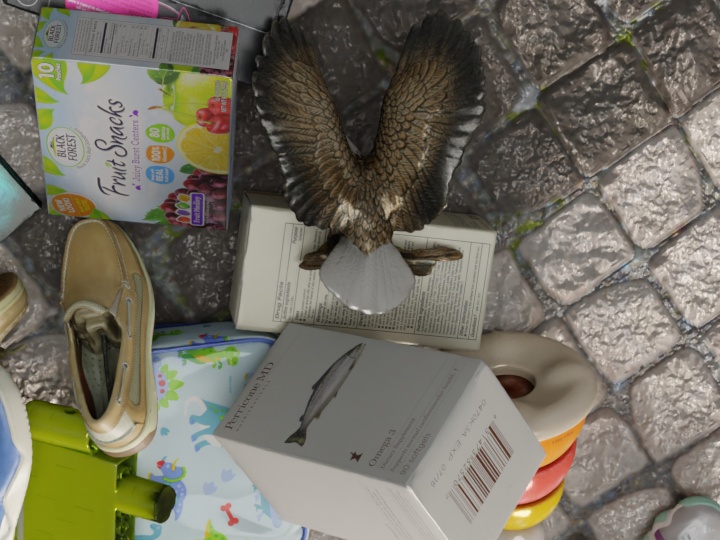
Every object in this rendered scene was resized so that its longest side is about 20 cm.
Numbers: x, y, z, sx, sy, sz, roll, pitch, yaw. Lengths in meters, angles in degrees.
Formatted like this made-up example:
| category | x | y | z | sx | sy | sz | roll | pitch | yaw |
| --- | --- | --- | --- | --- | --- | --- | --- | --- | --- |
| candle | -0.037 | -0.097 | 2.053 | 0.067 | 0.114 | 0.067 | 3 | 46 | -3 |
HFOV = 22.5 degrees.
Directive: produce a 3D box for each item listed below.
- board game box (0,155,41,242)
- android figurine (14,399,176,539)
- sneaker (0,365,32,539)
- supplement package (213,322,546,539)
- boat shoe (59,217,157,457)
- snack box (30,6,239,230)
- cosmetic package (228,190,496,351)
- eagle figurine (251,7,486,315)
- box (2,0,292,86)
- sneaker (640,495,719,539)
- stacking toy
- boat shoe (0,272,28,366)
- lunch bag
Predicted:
| category | x | y | z | sx | sy | sz | roll | pitch | yaw |
| --- | --- | --- | --- | --- | --- | --- | --- | --- | --- |
| board game box | -0.367 | -0.037 | 1.404 | 0.200 | 0.028 | 0.135 | -40 | 107 | 2 |
| android figurine | -0.239 | 0.188 | 1.426 | 0.200 | 0.041 | 0.183 | 14 | 111 | 22 |
| sneaker | -0.317 | 0.167 | 1.364 | 0.111 | 0.077 | 0.200 | -11 | 125 | -40 |
| supplement package | 0.013 | 0.129 | 1.350 | 0.117 | 0.200 | 0.117 | -57 | 132 | -25 |
| boat shoe | -0.195 | 0.037 | 1.370 | 0.072 | 0.200 | 0.076 | -22 | 150 | 8 |
| snack box | -0.164 | -0.107 | 1.334 | 0.142 | 0.200 | 0.053 | 6 | 58 | -1 |
| cosmetic package | 0.000 | 0.000 | 1.447 | 0.199 | 0.071 | 0.106 | 7 | 101 | -11 |
| eagle figurine | 0.001 | -0.081 | 1.333 | 0.152 | 0.151 | 0.200 | -34 | 139 | -43 |
| box | -0.152 | -0.232 | 1.347 | 0.200 | 0.115 | 0.132 | 17 | 99 | -14 |
| sneaker | 0.267 | 0.298 | 1.524 | 0.078 | 0.140 | 0.200 | 22 | 99 | -13 |
| stacking toy | 0.121 | 0.164 | 1.493 | 0.146 | 0.146 | 0.200 | -8 | 121 | -7 |
| boat shoe | -0.324 | 0.083 | 1.422 | 0.200 | 0.073 | 0.063 | -43 | 112 | 14 |
| lunch bag | -0.119 | 0.142 | 1.458 | 0.160 | 0.082 | 0.201 | -7 | 104 | -6 |
